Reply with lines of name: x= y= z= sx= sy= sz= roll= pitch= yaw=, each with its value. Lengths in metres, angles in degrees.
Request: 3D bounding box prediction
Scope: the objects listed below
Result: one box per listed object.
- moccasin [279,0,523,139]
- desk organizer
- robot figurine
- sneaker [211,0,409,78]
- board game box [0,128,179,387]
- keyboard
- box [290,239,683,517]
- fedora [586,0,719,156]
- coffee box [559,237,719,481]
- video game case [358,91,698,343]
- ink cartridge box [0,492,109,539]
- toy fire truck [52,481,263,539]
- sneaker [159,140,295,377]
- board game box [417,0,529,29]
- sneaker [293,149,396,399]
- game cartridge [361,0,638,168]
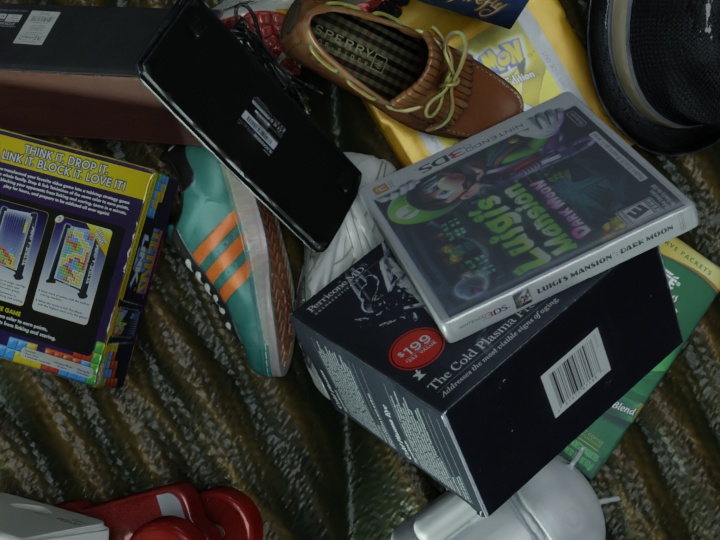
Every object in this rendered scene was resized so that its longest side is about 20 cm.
moccasin: x=0.039 y=-0.150 z=0.951 sx=0.201 sy=0.078 sz=0.074 roll=27 pitch=91 yaw=-24
desk organizer: x=-0.195 y=-0.149 z=0.976 sx=0.199 sy=0.077 sz=0.072 roll=6 pitch=56 yaw=19
robot figurine: x=0.103 y=0.211 z=0.975 sx=0.200 sy=0.170 sz=0.113 roll=-35 pitch=48 yaw=3
sneaker: x=-0.056 y=-0.203 z=1.003 sx=0.199 sy=0.082 sz=0.078 roll=-22 pitch=134 yaw=9
board game box: x=-0.255 y=-0.017 z=0.969 sx=0.199 sy=0.057 sz=0.166 roll=16 pitch=88 yaw=15
keyboard: x=-0.076 y=-0.109 z=0.924 sx=0.200 sy=0.040 sz=0.104 roll=47 pitch=60 yaw=-29
box: x=0.087 y=0.040 z=0.903 sx=0.200 sy=0.182 sz=0.104 roll=-38 pitch=126 yaw=-19
fedora: x=0.266 y=-0.179 z=0.966 sx=0.200 sy=0.092 sz=0.202 roll=-7 pitch=108 yaw=-23
coffee box: x=0.188 y=0.050 z=1.020 sx=0.123 sy=0.044 sz=0.200 roll=36 pitch=88 yaw=-2
video game case: x=0.108 y=-0.046 z=0.892 sx=0.181 sy=0.200 sz=0.023 roll=-25 pitch=124 yaw=-3
ink cartridge box: x=-0.268 y=0.278 z=0.945 sx=0.146 sy=0.083 sz=0.201 roll=4 pitch=90 yaw=39
toy fire truck: x=-0.157 y=0.264 z=0.983 sx=0.167 sy=0.112 sz=0.201 roll=-17 pitch=90 yaw=21
sneaker: x=-0.104 y=-0.011 z=1.000 sx=0.079 sy=0.071 sz=0.201 roll=-11 pitch=93 yaw=13
board game box: x=0.017 y=-0.250 z=0.930 sx=0.199 sy=0.136 sz=0.035 roll=8 pitch=131 yaw=-36
sneaker: x=0.000 y=0.000 z=0.994 sx=0.099 sy=0.078 sz=0.201 roll=2 pitch=86 yaw=-11
game cartridge: x=0.099 y=-0.143 z=1.024 sx=0.176 sy=0.032 sz=0.201 roll=-32 pitch=92 yaw=-3
